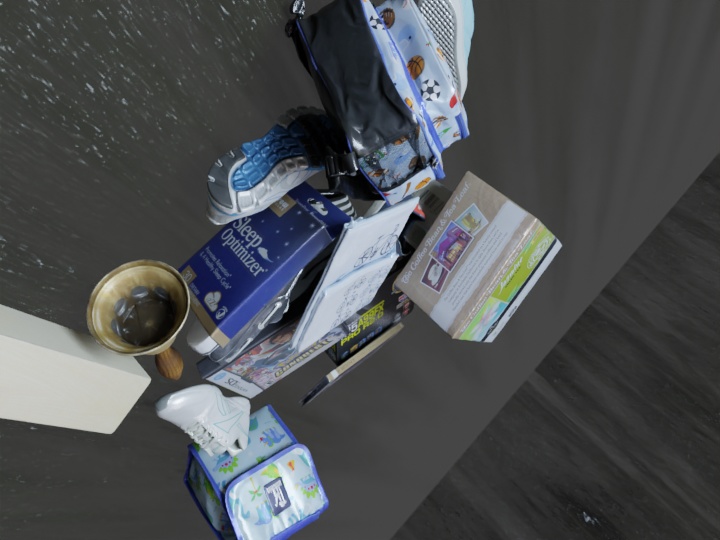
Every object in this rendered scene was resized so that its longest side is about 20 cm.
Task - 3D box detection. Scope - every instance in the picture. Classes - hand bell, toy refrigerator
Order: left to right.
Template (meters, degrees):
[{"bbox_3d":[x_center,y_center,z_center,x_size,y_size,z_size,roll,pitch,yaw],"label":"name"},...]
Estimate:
[{"bbox_3d":[-0.314,0.100,0.537,0.077,0.069,0.200,-52,151,-5],"label":"toy refrigerator"},{"bbox_3d":[-0.235,0.086,0.632,0.103,0.105,0.202,-34,159,-23],"label":"hand bell"}]

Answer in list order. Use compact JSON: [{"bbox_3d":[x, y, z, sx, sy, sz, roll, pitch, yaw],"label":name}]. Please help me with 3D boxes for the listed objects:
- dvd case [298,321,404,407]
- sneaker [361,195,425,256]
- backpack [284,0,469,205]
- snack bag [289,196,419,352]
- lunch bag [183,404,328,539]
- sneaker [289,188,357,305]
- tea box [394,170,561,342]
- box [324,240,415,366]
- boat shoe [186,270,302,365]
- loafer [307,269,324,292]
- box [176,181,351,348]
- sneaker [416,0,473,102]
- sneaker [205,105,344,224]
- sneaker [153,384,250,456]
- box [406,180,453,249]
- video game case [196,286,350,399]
[{"bbox_3d":[-0.017,0.175,1.005,0.198,0.016,0.149,-31,168,-38],"label":"dvd case"},{"bbox_3d":[0.024,-0.030,0.827,0.202,0.084,0.074,-55,149,9],"label":"sneaker"},{"bbox_3d":[0.026,-0.170,0.561,0.149,0.206,0.191,-19,162,7],"label":"backpack"},{"bbox_3d":[0.000,0.000,0.698,0.187,0.021,0.203,-29,151,-53],"label":"snack bag"},{"bbox_3d":[-0.169,0.347,0.874,0.167,0.200,0.130,-17,139,-40],"label":"lunch bag"},{"bbox_3d":[-0.090,-0.038,0.703,0.198,0.075,0.117,-37,132,-15],"label":"sneaker"},{"bbox_3d":[0.186,-0.011,0.834,0.203,0.133,0.195,-57,149,12],"label":"tea box"},{"bbox_3d":[0.020,0.061,0.963,0.197,0.044,0.163,-33,147,-27],"label":"box"},{"bbox_3d":[-0.118,0.032,0.648,0.200,0.072,0.068,-47,129,-3],"label":"boat shoe"},{"bbox_3d":[-0.043,0.005,0.789,0.197,0.073,0.063,-35,149,-3],"label":"loafer"},{"bbox_3d":[-0.114,-0.024,0.611,0.200,0.121,0.033,-44,140,-10],"label":"box"},{"bbox_3d":[0.115,-0.286,0.681,0.083,0.072,0.201,-58,164,-20],"label":"sneaker"},{"bbox_3d":[-0.098,-0.116,0.603,0.198,0.076,0.086,-37,-178,-34],"label":"sneaker"},{"bbox_3d":[-0.215,0.218,0.771,0.069,0.082,0.200,-22,151,14],"label":"sneaker"},{"bbox_3d":[0.135,-0.061,0.935,0.078,0.095,0.201,-44,151,-8],"label":"box"},{"bbox_3d":[-0.116,0.113,0.788,0.196,0.026,0.182,-32,156,-3],"label":"video game case"}]
